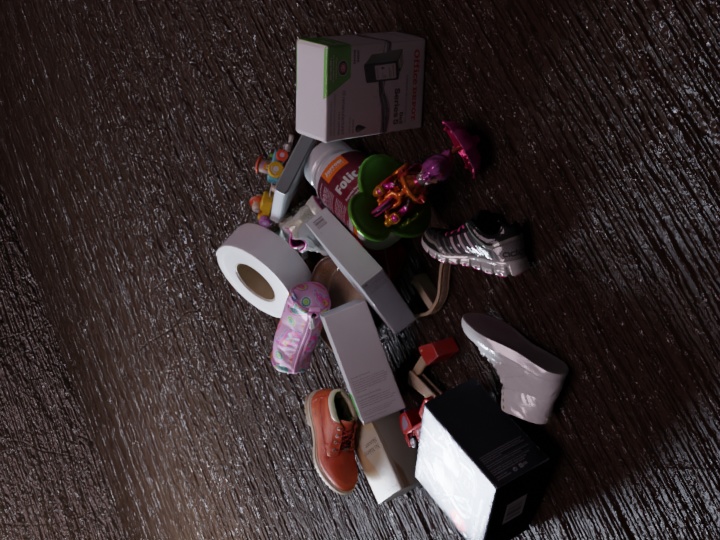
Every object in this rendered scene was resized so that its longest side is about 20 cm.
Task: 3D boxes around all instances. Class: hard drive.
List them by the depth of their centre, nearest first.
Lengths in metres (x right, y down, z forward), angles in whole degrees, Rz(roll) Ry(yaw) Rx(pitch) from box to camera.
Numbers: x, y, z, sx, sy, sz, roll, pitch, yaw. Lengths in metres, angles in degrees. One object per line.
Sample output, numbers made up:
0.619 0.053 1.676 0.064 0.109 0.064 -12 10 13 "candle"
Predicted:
-0.124 -0.171 1.718 0.132 0.026 0.200 -65 3 -14 "hard drive"

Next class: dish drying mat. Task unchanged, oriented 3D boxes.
0.014 -0.071 1.690 0.200 0.018 0.077 51 140 33 "dish drying mat"

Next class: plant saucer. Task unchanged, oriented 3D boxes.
-0.029 0.069 1.785 0.200 0.037 0.202 23 119 50 "plant saucer"

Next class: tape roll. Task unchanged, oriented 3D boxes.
-0.193 0.001 1.890 0.202 0.071 0.203 31 152 19 "tape roll"

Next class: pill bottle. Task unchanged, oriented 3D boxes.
-0.006 -0.136 1.610 0.200 0.114 0.115 46 136 36 "pill bottle"

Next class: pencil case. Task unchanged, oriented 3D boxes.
-0.117 0.114 1.823 0.088 0.087 0.201 53 139 31 "pencil case"

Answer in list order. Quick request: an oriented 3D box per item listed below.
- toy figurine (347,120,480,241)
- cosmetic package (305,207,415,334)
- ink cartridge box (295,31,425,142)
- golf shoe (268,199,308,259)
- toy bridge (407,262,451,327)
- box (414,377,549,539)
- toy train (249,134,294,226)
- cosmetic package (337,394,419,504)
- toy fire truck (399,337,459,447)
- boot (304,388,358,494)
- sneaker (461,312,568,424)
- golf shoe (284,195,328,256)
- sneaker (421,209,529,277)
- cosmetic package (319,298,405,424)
0.095 -0.146 1.418 0.150 0.200 0.184 52 132 -2 "toy figurine"
0.000 0.000 1.596 0.200 0.052 0.151 48 174 43 "cosmetic package"
0.002 -0.291 1.469 0.084 0.199 0.146 26 122 46 "ink cartridge box"
-0.124 -0.073 1.866 0.097 0.078 0.200 51 146 -3 "golf shoe"
0.113 0.036 1.574 0.067 0.027 0.200 57 143 26 "toy bridge"
0.182 0.308 1.465 0.182 0.104 0.201 48 149 37 "box"
-0.184 -0.171 1.854 0.150 0.055 0.201 -82 8 -59 "toy train"
0.039 0.318 1.739 0.201 0.071 0.105 63 145 19 "cosmetic package"
0.117 0.211 1.609 0.200 0.049 0.142 -45 64 53 "toy fire truck"
-0.040 0.314 1.729 0.107 0.075 0.201 -25 80 54 "boot"
0.217 0.153 1.420 0.200 0.073 0.116 37 127 42 "sneaker"
-0.092 -0.067 1.727 0.075 0.091 0.200 49 171 20 "golf shoe"
0.173 -0.053 1.417 0.199 0.073 0.088 18 115 48 "sneaker"
0.003 0.156 1.647 0.108 0.084 0.201 165 83 -85 "cosmetic package"
